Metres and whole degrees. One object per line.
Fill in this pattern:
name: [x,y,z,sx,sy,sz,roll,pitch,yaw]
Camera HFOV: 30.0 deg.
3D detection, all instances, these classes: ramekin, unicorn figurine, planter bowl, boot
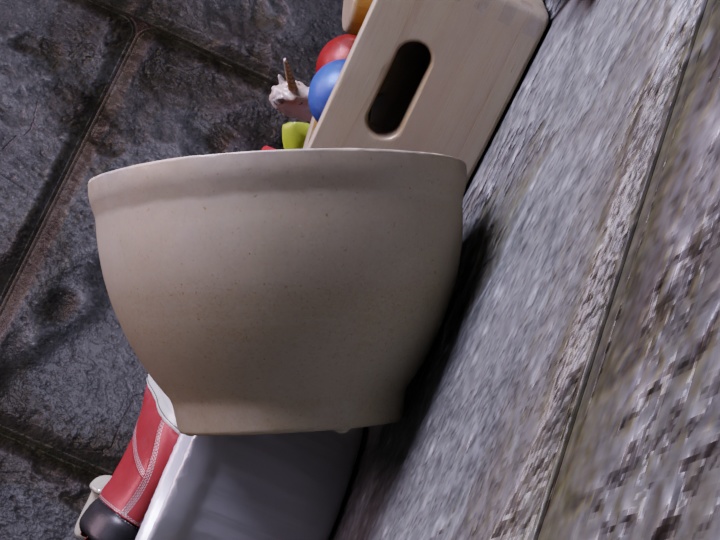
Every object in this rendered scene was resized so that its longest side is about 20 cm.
ramekin: [-0.074,0.142,0.838,0.200,0.097,0.201,-156,90,-83]
unicorn figurine: [-0.005,-0.142,1.128,0.200,0.137,0.074,-80,16,-66]
planter bowl: [-0.041,0.017,0.707,0.200,0.199,0.136,159,109,-81]
boot: [-0.166,0.151,1.031,0.145,0.072,0.200,-54,10,-1]

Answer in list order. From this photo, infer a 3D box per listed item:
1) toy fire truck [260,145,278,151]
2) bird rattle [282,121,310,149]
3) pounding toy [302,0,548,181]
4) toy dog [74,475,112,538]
toy fire truck: [-0.067,0.016,1.086,0.141,0.049,0.201,30,-97,-51]
bird rattle: [-0.038,-0.033,1.225,0.201,0.112,0.163,-68,22,8]
pounding toy: [0.030,-0.163,0.882,0.184,0.142,0.201,-83,17,-68]
toy dog: [-0.153,0.233,1.117,0.194,0.139,0.201,44,-119,-48]
